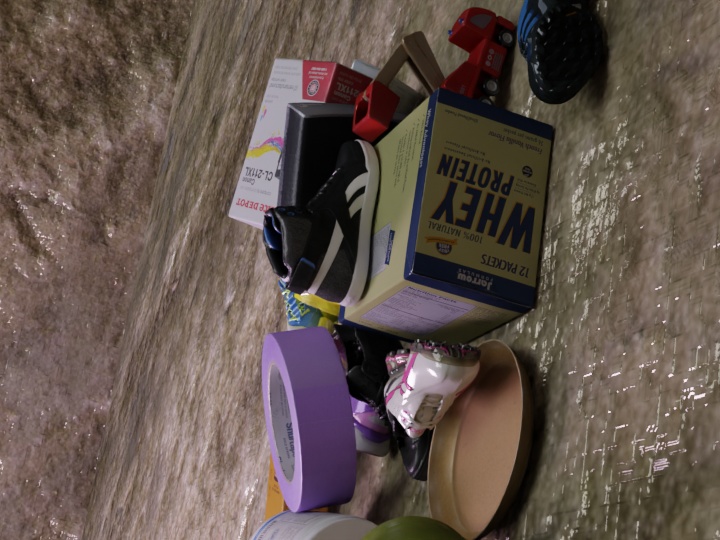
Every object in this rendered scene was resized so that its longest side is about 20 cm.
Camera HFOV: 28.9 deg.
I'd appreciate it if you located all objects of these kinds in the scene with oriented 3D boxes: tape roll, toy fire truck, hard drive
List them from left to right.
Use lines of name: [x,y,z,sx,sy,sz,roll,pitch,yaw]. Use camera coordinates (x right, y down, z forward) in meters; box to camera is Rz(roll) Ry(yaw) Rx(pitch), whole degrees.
tape roll: [-0.060,0.167,1.579,0.200,0.065,0.203,173,90,-76]
hard drive: [0.006,-0.115,1.569,0.042,0.198,0.137,14,99,60]
toy fire truck: [0.082,-0.216,1.536,0.049,0.140,0.202,-35,33,62]

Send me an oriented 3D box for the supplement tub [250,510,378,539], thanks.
supplement tub: [-0.044,0.331,1.532,0.200,0.130,0.134,164,120,-69]

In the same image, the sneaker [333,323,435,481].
sneaker: [0.026,0.134,1.523,0.201,0.103,0.060,-93,26,-43]

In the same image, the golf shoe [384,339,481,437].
golf shoe: [0.071,0.119,1.381,0.200,0.072,0.093,136,140,-75]

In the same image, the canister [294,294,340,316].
canister: [0.003,-0.050,1.701,0.148,0.086,0.202,0,-70,-71]

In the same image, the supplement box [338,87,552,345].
supplement box: [0.085,-0.045,1.441,0.200,0.133,0.203,145,137,-63]

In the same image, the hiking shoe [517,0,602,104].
hiking shoe: [0.193,-0.224,1.385,0.087,0.073,0.202,115,171,-48]

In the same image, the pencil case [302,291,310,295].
pencil case: [0.000,0.000,1.575,0.077,0.199,0.091,7,83,43]

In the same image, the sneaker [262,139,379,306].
sneaker: [-0.044,-0.067,1.450,0.073,0.111,0.202,129,151,-50]

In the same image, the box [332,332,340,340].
box: [-0.048,0.171,1.825,0.200,0.036,0.145,133,146,-57]

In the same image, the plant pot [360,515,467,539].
plant pot: [0.053,0.305,1.206,0.193,0.198,0.203,-116,43,-79]

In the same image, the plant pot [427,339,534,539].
plant pot: [0.118,0.167,1.347,0.200,0.027,0.203,-165,90,-71]

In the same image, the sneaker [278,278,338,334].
sneaker: [-0.078,0.050,1.785,0.076,0.105,0.200,-46,1,27]

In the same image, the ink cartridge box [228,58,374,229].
ink cartridge box: [-0.063,-0.137,1.637,0.145,0.082,0.203,15,88,55]

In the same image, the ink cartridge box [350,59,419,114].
ink cartridge box: [-0.005,-0.154,1.766,0.202,0.047,0.160,-64,-18,6]

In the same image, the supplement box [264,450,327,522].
supplement box: [-0.076,0.263,1.724,0.066,0.068,0.203,-168,80,-65]

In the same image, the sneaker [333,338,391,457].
sneaker: [0.004,0.130,1.649,0.089,0.080,0.201,-63,27,19]
